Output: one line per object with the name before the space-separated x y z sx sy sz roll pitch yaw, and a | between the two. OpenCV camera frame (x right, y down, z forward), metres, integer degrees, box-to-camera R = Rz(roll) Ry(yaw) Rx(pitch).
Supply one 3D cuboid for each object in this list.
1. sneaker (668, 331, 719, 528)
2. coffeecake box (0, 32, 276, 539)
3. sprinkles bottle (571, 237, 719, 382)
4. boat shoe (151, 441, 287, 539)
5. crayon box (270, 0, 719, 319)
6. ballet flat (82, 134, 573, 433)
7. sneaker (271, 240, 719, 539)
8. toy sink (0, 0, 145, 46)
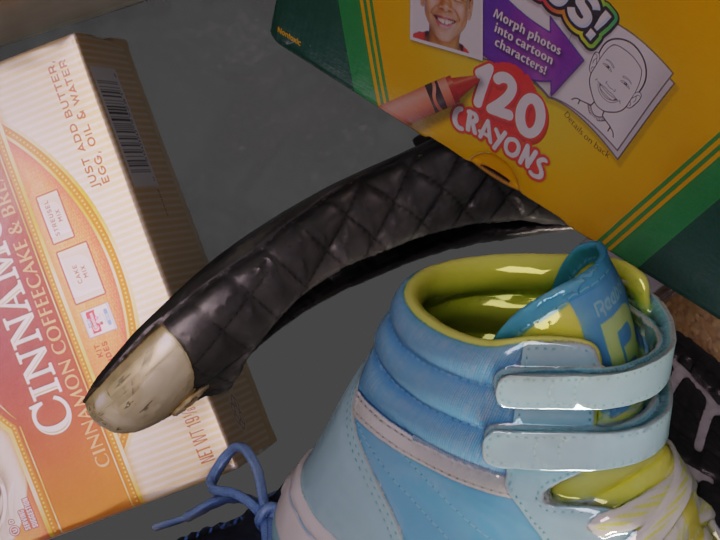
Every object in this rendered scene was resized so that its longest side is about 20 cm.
sneaker | 0.103 0.092 0.753 0.200 0.074 0.081 45 131 12
coffeecake box | -0.152 0.026 0.838 0.199 0.073 0.154 -21 90 10
sprinkles bottle | 0.152 0.055 0.791 0.068 0.068 0.200 -37 86 9
boat shoe | -0.012 0.085 0.777 0.084 0.200 0.069 40 134 40
crayon box | 0.070 -0.084 0.729 0.200 0.058 0.119 34 127 29
ballet flat | 0.000 0.000 0.777 0.200 0.066 0.057 -31 89 -25
sneaker | 0.078 0.069 0.665 0.200 0.080 0.131 27 121 11
toy sink | -0.089 -0.158 0.803 0.199 0.112 0.131 -15 89 10
